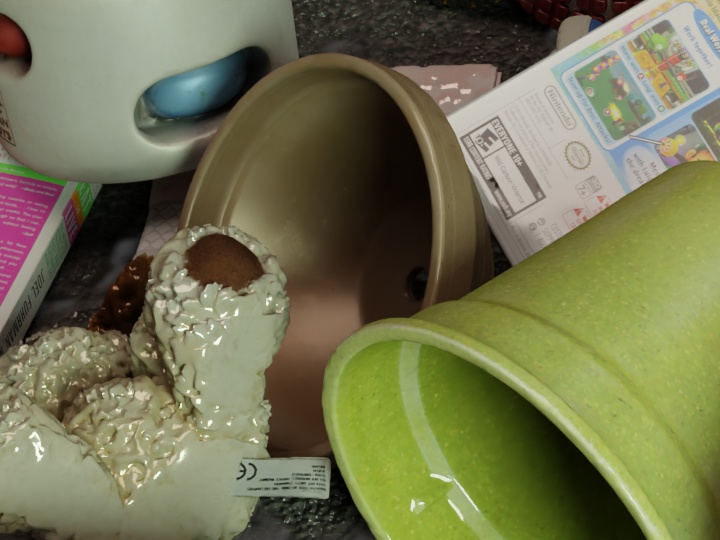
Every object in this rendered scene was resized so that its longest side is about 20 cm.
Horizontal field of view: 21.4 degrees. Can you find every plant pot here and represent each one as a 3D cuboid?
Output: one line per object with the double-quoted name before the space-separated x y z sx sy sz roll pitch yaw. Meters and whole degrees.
"plant pot" 0.000 0.000 0.943 0.092 0.202 0.201 11 25 -42
"plant pot" 0.116 0.054 0.811 0.200 0.201 0.184 29 55 34

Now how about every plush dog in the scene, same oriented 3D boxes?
"plush dog" -0.123 0.077 0.896 0.199 0.161 0.171 -35 29 -20

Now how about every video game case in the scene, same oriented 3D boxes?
"video game case" 0.160 -0.034 0.941 0.181 0.024 0.201 -29 71 2

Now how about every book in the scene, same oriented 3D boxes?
"book" -0.238 0.001 1.050 0.132 0.048 0.201 8 45 14

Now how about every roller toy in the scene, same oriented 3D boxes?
"roller toy" -0.130 -0.136 1.072 0.198 0.141 0.183 0 31 14

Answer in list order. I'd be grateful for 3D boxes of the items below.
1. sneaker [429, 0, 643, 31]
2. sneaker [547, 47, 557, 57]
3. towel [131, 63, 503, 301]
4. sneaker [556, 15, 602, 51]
"sneaker" 0.120 -0.205 1.198 0.199 0.078 0.082 18 46 26
"sneaker" 0.195 -0.132 1.082 0.198 0.081 0.077 -3 30 23
"towel" -0.022 -0.055 1.088 0.198 0.032 0.192 0 42 8
"sneaker" 0.166 -0.059 1.015 0.110 0.077 0.201 -9 52 6
